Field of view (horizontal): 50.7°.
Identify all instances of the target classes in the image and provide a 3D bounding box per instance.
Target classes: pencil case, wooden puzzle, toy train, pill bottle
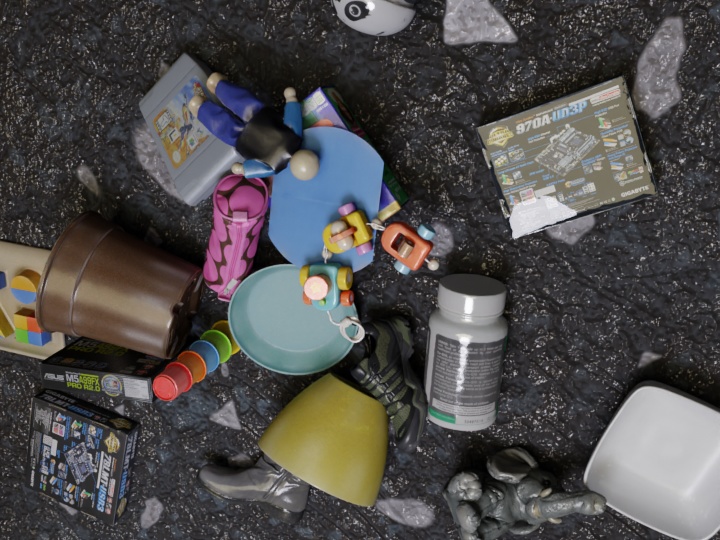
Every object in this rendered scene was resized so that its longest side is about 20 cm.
[{"bbox_3d":[-0.183,-0.045,1.107,0.090,0.094,0.201,14,142,-4],"label":"pencil case"},{"bbox_3d":[-0.610,0.054,1.329,0.184,0.046,0.202,10,109,14],"label":"wooden puzzle"},{"bbox_3d":[0.000,0.000,0.988,0.150,0.056,0.200,41,112,8],"label":"toy train"},{"bbox_3d":[0.150,0.114,1.082,0.112,0.113,0.202,8,109,14],"label":"pill bottle"}]

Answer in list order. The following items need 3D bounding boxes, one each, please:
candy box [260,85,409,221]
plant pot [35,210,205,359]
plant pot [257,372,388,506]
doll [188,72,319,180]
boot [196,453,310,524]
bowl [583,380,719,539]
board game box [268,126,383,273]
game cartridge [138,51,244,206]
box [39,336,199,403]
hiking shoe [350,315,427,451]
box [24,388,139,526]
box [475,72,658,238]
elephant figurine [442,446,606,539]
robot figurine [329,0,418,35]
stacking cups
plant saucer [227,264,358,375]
[{"bbox_3d":[-0.054,-0.132,1.088,0.169,0.077,0.201,-33,96,22],"label":"candy box"},{"bbox_3d":[-0.359,0.035,1.177,0.197,0.200,0.202,20,111,3],"label":"plant pot"},{"bbox_3d":[-0.035,0.241,1.153,0.199,0.200,0.143,27,86,7],"label":"plant pot"},{"bbox_3d":[-0.132,-0.187,1.005,0.200,0.048,0.137,39,87,18],"label":"doll"},{"bbox_3d":[-0.167,0.329,1.276,0.198,0.070,0.133,18,108,-1],"label":"boot"},{"bbox_3d":[0.432,0.258,1.062,0.199,0.075,0.201,26,111,8],"label":"bowl"},{"bbox_3d":[-0.043,-0.095,1.037,0.157,0.039,0.202,11,105,19],"label":"board game box"},{"bbox_3d":[-0.241,-0.212,1.101,0.133,0.041,0.201,-40,67,27],"label":"game cartridge"},{"bbox_3d":[-0.384,0.148,1.228,0.198,0.160,0.045,5,109,16],"label":"box"},{"bbox_3d":[0.032,0.164,1.101,0.076,0.100,0.202,127,138,-56],"label":"hiking shoe"},{"bbox_3d":[-0.510,0.339,1.384,0.197,0.050,0.202,17,110,10],"label":"box"},{"bbox_3d":[0.270,-0.147,1.002,0.199,0.046,0.160,-18,100,21],"label":"box"},{"bbox_3d":[0.234,0.336,1.123,0.198,0.156,0.142,-17,141,-4],"label":"elephant figurine"},{"bbox_3d":[0.031,-0.400,0.954,0.124,0.150,0.201,18,111,-3],"label":"robot figurine"},{"bbox_3d":[-0.248,0.134,1.160,0.060,0.200,0.061,4,105,16],"label":"stacking cups"},{"bbox_3d":[-0.101,0.070,1.163,0.198,0.036,0.201,1,120,2],"label":"plant saucer"}]
